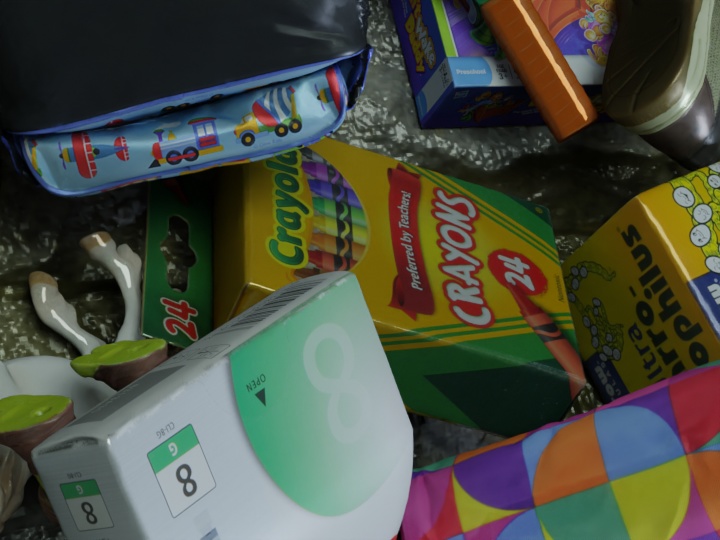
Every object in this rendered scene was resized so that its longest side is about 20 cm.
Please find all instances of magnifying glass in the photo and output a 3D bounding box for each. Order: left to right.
[{"bbox_3d":[0.060,-0.157,0.928,0.201,0.079,0.022,60,15,4],"label":"magnifying glass"}]

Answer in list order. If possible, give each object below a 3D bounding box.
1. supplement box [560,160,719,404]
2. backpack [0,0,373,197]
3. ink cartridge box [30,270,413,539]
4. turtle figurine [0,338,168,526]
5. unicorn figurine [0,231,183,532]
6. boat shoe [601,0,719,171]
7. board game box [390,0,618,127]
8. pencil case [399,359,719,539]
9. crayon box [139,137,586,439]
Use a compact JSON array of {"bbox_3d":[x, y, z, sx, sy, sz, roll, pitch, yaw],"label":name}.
[{"bbox_3d":[0.212,0.001,0.935,0.199,0.110,0.109,-21,75,-30],"label":"supplement box"},{"bbox_3d":[-0.095,-0.132,0.839,0.181,0.200,0.135,-14,111,-8],"label":"backpack"},{"bbox_3d":[-0.027,0.122,0.721,0.161,0.050,0.201,-34,105,-50],"label":"ink cartridge box"},{"bbox_3d":[-0.095,0.120,0.732,0.199,0.064,0.162,-27,111,-26],"label":"turtle figurine"},{"bbox_3d":[-0.147,0.056,0.774,0.199,0.074,0.138,-10,69,-27],"label":"unicorn figurine"},{"bbox_3d":[0.174,-0.127,0.959,0.065,0.073,0.201,48,45,-26],"label":"boat shoe"},{"bbox_3d":[0.114,-0.150,1.006,0.199,0.045,0.135,-4,67,-25],"label":"board game box"},{"bbox_3d":[0.115,0.099,0.806,0.199,0.088,0.089,-19,67,17],"label":"pencil case"},{"bbox_3d":[0.000,0.000,0.851,0.199,0.051,0.127,16,38,-18],"label":"crayon box"}]
